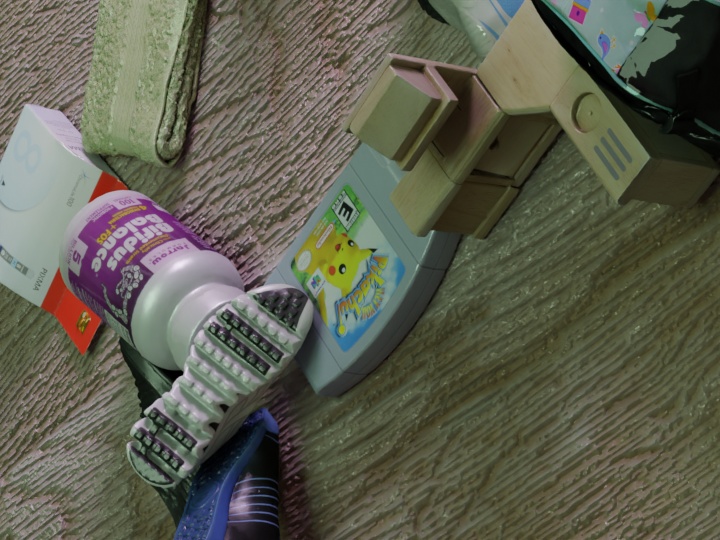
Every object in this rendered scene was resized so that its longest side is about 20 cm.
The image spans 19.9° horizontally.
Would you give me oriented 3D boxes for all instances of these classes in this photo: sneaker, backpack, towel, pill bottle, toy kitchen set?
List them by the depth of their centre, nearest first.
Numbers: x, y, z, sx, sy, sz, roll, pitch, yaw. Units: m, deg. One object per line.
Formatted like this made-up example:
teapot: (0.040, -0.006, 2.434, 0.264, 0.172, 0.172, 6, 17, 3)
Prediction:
backpack: (0.212, -0.180, 1.378, 0.200, 0.175, 0.154, 42, 109, 48)
toy kitchen set: (0.105, -0.070, 1.472, 0.201, 0.162, 0.181, -55, 49, 30)
sneaker: (0.084, -0.227, 1.603, 0.072, 0.072, 0.200, -30, 44, -7)
sneaker: (-0.098, 0.202, 1.689, 0.070, 0.078, 0.201, -28, 25, 34)
sneaker: (-0.111, 0.093, 1.695, 0.075, 0.081, 0.200, 43, 95, 16)
pill bottle: (-0.171, 0.018, 1.789, 0.200, 0.112, 0.113, 35, 109, 42)
sneaker: (-0.172, 0.143, 1.811, 0.200, 0.060, 0.105, 43, 110, 36)
towel: (-0.203, -0.201, 1.906, 0.148, 0.036, 0.202, 12, 93, 47)

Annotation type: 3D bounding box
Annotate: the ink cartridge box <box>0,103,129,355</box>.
ink cartridge box: (-0.294, -0.040, 1.969, 0.200, 0.047, 0.161, 47, 117, 41)

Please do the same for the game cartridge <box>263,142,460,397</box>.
game cartridge: (0.000, 0.000, 1.672, 0.201, 0.040, 0.134, -55, 54, 26)
